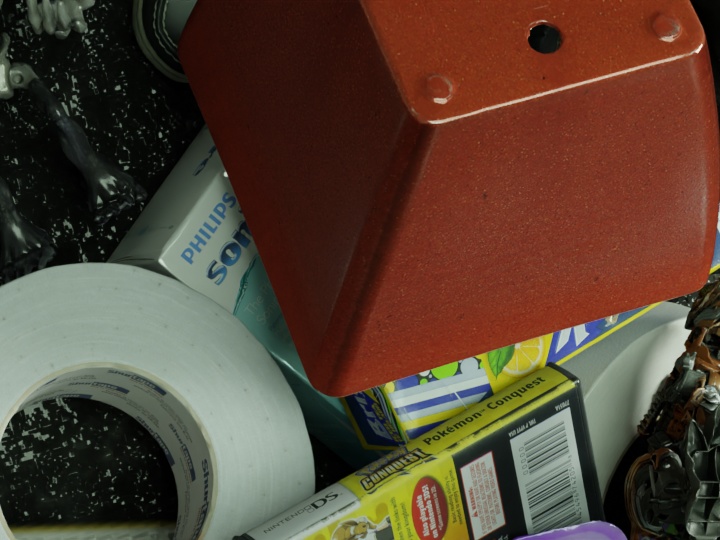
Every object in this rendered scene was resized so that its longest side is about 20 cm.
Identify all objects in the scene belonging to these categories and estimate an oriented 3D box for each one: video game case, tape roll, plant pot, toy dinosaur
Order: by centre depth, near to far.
[{"bbox_3d":[0.049,-0.092,1.258,0.199,0.176,0.200,-16,66,-16],"label":"plant pot"},{"bbox_3d":[-0.124,0.100,1.310,0.200,0.066,0.201,5,73,-17],"label":"tape roll"},{"bbox_3d":[0.040,0.166,1.331,0.180,0.025,0.201,-28,124,-23],"label":"video game case"},{"bbox_3d":[0.170,0.103,1.347,0.102,0.136,0.201,-4,93,-21],"label":"toy dinosaur"},{"bbox_3d":[0.142,0.115,1.444,0.202,0.037,0.203,-16,114,-40],"label":"tape roll"}]

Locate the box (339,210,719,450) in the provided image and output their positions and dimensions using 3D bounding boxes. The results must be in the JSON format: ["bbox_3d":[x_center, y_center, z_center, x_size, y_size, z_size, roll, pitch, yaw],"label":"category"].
[{"bbox_3d":[0.079,0.009,1.359,0.200,0.064,0.070,-30,99,-20],"label":"box"}]

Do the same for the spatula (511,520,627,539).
[{"bbox_3d":[0.037,0.161,1.296,0.200,0.021,0.057,-18,124,-27],"label":"spatula"}]

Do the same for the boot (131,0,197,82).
[{"bbox_3d":[-0.020,-0.183,1.369,0.073,0.154,0.204,42,72,-16],"label":"boot"}]

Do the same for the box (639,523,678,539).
[{"bbox_3d":[0.243,0.148,1.459,0.176,0.097,0.200,-59,136,-15],"label":"box"}]

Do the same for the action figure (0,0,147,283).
[{"bbox_3d":[-0.176,-0.101,1.327,0.119,0.102,0.200,-32,102,-10],"label":"action figure"}]

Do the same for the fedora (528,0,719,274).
[{"bbox_3d":[0.167,-0.100,1.466,0.201,0.200,0.092,48,38,-14],"label":"fedora"}]

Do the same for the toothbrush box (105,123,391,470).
[{"bbox_3d":[0.000,0.000,1.406,0.200,0.085,0.147,39,74,-18],"label":"toothbrush box"}]
